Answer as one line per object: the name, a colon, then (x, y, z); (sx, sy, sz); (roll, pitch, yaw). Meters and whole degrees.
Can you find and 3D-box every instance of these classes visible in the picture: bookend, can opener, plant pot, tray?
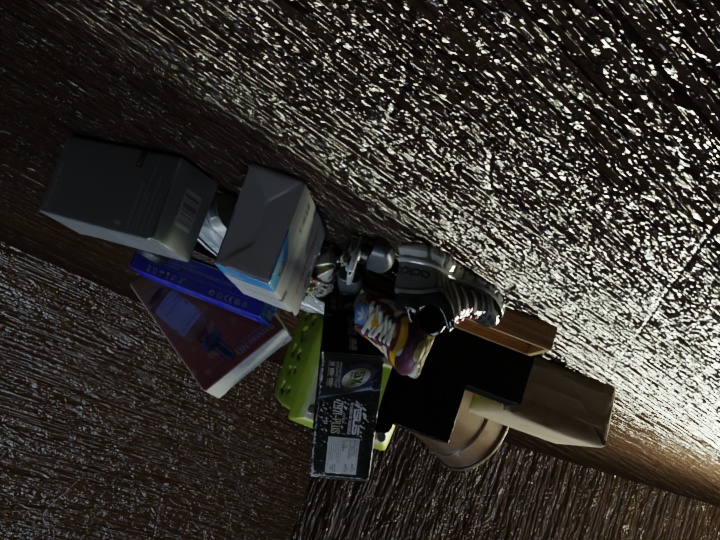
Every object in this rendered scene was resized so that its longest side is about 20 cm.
bookend: (0.142, 0.162, 1.387); (0.197, 0.202, 0.092); (19, 171, -3)
can opener: (0.000, 0.000, 1.242); (0.065, 0.054, 0.200); (19, 170, -2)
plant pot: (-0.017, 0.169, 1.597); (0.197, 0.202, 0.182); (20, -172, -11)
plant pot: (0.149, 0.242, 1.842); (0.197, 0.203, 0.199); (35, 163, -33)
tray: (0.152, 0.059, 1.301); (0.197, 0.038, 0.099); (20, 169, -3)

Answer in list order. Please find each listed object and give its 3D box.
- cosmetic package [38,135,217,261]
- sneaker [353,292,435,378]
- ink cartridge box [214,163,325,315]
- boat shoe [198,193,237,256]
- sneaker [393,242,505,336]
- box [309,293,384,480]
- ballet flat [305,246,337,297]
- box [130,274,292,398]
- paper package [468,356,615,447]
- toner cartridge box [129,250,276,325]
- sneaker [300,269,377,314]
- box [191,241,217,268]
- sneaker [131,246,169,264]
cosmetic package: (-0.281, -0.088, 1.187); (0.197, 0.109, 0.090); (12, 168, 29)
sneaker: (0.034, 0.075, 1.229); (0.089, 0.076, 0.200); (24, -177, -9)
ink cartridge box: (-0.097, -0.027, 1.113); (0.066, 0.118, 0.200); (18, 169, 8)
boat shoe: (-0.149, -0.031, 1.279); (0.070, 0.071, 0.200); (-16, 145, 28)
sneaker: (0.100, 0.039, 1.155); (0.073, 0.089, 0.199); (11, 166, 40)
box: (-0.019, 0.162, 1.381); (0.084, 0.204, 0.164); (5, -155, -3)
ballet flat: (-0.071, -0.014, 1.273); (0.063, 0.077, 0.199); (-14, 158, 26)
box: (-0.221, 0.062, 1.478); (0.201, 0.151, 0.106); (51, 175, 12)
paper package: (0.296, 0.214, 1.624); (0.188, 0.105, 0.200); (22, 169, -7)
toner cartridge box: (-0.216, 0.018, 1.380); (0.197, 0.044, 0.095); (21, 173, 7)
sneaker: (-0.018, 0.047, 1.460); (0.197, 0.079, 0.099); (20, 164, -14)
box: (-0.168, -0.028, 1.367); (0.197, 0.076, 0.100); (23, 169, -25)
sneaker: (-0.261, -0.079, 1.290); (0.071, 0.083, 0.200); (28, -166, -32)
